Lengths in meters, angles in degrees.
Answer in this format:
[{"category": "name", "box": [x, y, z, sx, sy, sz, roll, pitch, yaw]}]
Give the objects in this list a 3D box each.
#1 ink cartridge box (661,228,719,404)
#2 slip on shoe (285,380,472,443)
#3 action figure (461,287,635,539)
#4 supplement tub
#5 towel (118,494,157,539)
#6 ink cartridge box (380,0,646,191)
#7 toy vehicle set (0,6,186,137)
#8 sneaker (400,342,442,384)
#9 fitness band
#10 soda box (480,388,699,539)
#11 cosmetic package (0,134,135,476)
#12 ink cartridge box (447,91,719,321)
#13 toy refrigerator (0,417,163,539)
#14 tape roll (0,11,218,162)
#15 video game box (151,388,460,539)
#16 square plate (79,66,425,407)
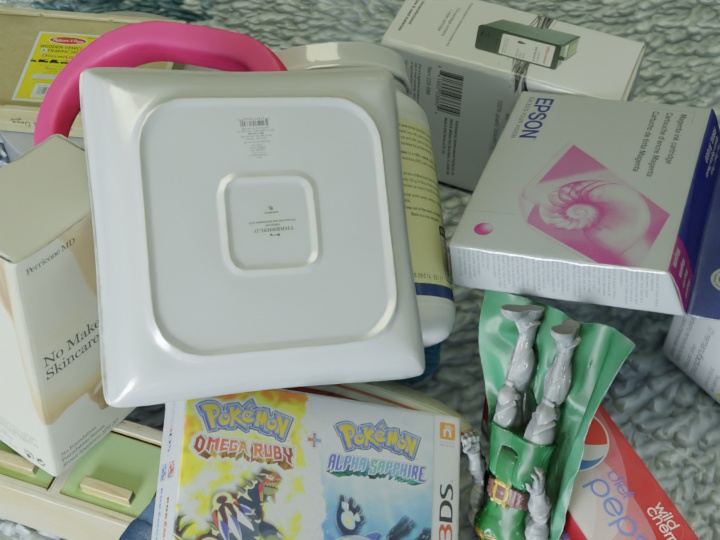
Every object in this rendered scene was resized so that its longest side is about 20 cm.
[{"category": "ink cartridge box", "box": [0.325, 0.063, 0.819, 0.085, 0.145, 0.200, -34, 59, -22]}, {"category": "slip on shoe", "box": [-0.017, 0.104, 0.855, 0.200, 0.074, 0.061, 11, 91, 0]}, {"category": "action figure", "box": [0.105, 0.123, 0.767, 0.055, 0.200, 0.118, -7, 22, -40]}, {"category": "supplement tub", "box": [-0.016, -0.043, 0.813, 0.145, 0.145, 0.200, -6, 78, -3]}, {"category": "towel", "box": [-0.104, 0.176, 0.766, 0.049, 0.112, 0.200, 14, 53, 38]}, {"category": "ink cartridge box", "box": [0.122, -0.136, 0.974, 0.200, 0.146, 0.084, 19, 54, 14]}, {"category": "toy vehicle set", "box": [-0.257, -0.171, 1.000, 0.200, 0.027, 0.124, 6, 54, 6]}, {"category": "sneaker", "box": [0.000, 0.000, 0.919, 0.076, 0.081, 0.200, -31, 79, -7]}, {"category": "fitness band", "box": [-0.131, -0.097, 0.773, 0.200, 0.037, 0.144, 15, 75, 30]}, {"category": "soda box", "box": [0.162, 0.158, 0.804, 0.070, 0.063, 0.200, -23, 56, -15]}, {"category": "cosmetic package", "box": [-0.195, 0.026, 0.747, 0.071, 0.200, 0.105, 28, 50, 22]}, {"category": "ink cartridge box", "box": [0.183, -0.052, 0.802, 0.200, 0.043, 0.196, 7, 41, 20]}, {"category": "toy refrigerator", "box": [-0.219, 0.137, 0.824, 0.200, 0.070, 0.076, 16, 55, 12]}, {"category": "tape roll", "box": [-0.218, -0.140, 1.033, 0.200, 0.066, 0.200, 0, 54, 1]}, {"category": "video game box", "box": [-0.031, 0.170, 0.730, 0.200, 0.047, 0.182, 12, 67, -25]}, {"category": "square plate", "box": [-0.058, -0.027, 0.693, 0.200, 0.028, 0.198, -4, 86, -21]}]
